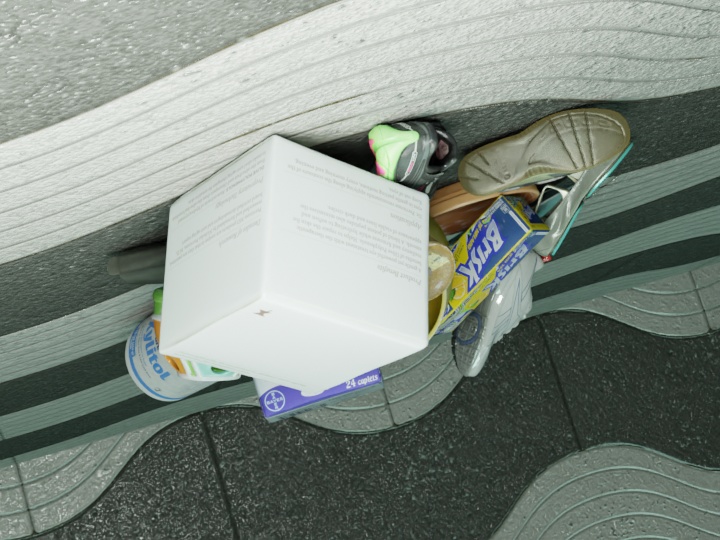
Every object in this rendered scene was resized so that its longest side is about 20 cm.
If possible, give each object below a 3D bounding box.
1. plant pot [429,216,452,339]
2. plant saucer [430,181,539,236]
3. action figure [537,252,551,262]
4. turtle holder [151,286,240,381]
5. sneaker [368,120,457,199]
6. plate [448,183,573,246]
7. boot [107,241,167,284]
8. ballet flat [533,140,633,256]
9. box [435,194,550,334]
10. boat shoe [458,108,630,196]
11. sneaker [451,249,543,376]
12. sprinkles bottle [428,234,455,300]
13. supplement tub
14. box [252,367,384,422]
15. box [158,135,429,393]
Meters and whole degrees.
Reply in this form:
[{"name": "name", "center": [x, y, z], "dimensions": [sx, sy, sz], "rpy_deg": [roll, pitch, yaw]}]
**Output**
[{"name": "plant pot", "center": [0.036, -0.009, 1.720], "dimensions": [0.199, 0.201, 0.142], "rpy_deg": [-22, -170, 30]}, {"name": "plant saucer", "center": [0.139, -0.087, 1.841], "dimensions": [0.199, 0.038, 0.200], "rpy_deg": [-16, 172, -2]}, {"name": "action figure", "center": [0.158, 0.012, 1.926], "dimensions": [0.200, 0.065, 0.099], "rpy_deg": [-34, -158, -10]}, {"name": "turtle holder", "center": [-0.176, 0.068, 1.743], "dimensions": [0.140, 0.133, 0.185], "rpy_deg": [4, -177, 36]}, {"name": "sneaker", "center": [0.064, -0.109, 1.441], "dimensions": [0.083, 0.077, 0.200], "rpy_deg": [-14, 173, 8]}, {"name": "plate", "center": [0.215, -0.071, 1.963], "dimensions": [0.199, 0.026, 0.200], "rpy_deg": [-25, -177, 1]}, {"name": "boot", "center": [-0.191, -0.010, 1.614], "dimensions": [0.138, 0.078, 0.200], "rpy_deg": [-14, 161, 18]}, {"name": "ballet flat", "center": [0.281, -0.108, 1.829], "dimensions": [0.200, 0.064, 0.067], "rpy_deg": [-56, 176, 21]}, {"name": "box", "center": [0.150, -0.007, 1.793], "dimensions": [0.200, 0.064, 0.070], "rpy_deg": [-48, 159, 22]}, {"name": "boat shoe", "center": [0.211, -0.137, 1.592], "dimensions": [0.200, 0.072, 0.066], "rpy_deg": [-19, -179, 10]}, {"name": "sneaker", "center": [0.189, 0.055, 1.863], "dimensions": [0.087, 0.201, 0.074], "rpy_deg": [17, -167, -31]}, {"name": "sprinkles bottle", "center": [0.026, -0.035, 1.501], "dimensions": [0.068, 0.069, 0.200], "rpy_deg": [-13, -151, -25]}, {"name": "supplement tub", "center": [-0.239, 0.103, 1.973], "dimensions": [0.131, 0.133, 0.200], "rpy_deg": [-10, 168, -38]}, {"name": "box", "center": [-0.078, 0.101, 2.033], "dimensions": [0.183, 0.201, 0.105], "rpy_deg": [-17, 170, 1]}, {"name": "box", "center": [-0.065, 0.003, 1.374], "dimensions": [0.198, 0.172, 0.200], "rpy_deg": [19, 150, -33]}]
